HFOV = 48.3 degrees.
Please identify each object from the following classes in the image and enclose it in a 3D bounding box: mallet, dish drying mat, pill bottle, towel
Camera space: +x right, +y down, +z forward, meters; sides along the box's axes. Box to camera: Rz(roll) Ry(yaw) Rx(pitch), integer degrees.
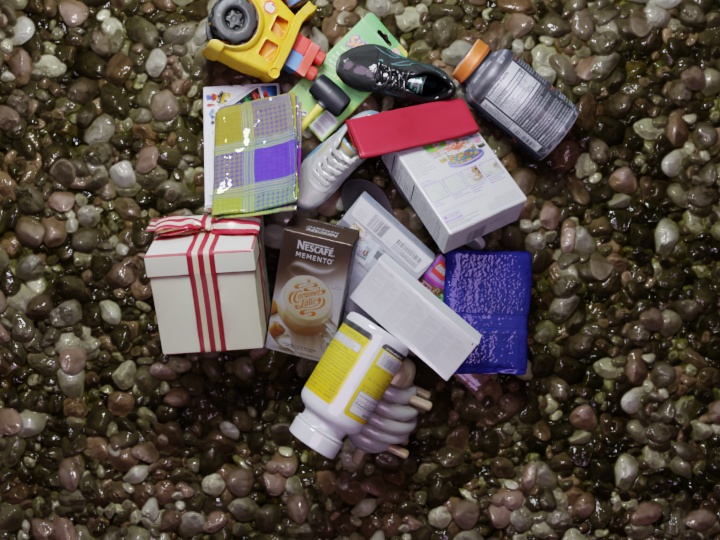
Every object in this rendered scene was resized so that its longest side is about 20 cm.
[{"bbox_3d":[-0.104,-0.228,1.259,0.200,0.041,0.066,-42,89,-13],"label":"mallet"},{"bbox_3d":[0.080,-0.221,1.242,0.197,0.018,0.078,-15,63,-14],"label":"dish drying mat"},{"bbox_3d":[0.241,-0.277,1.277,0.199,0.106,0.107,39,93,-4],"label":"pill bottle"},{"bbox_3d":[-0.159,-0.175,1.217,0.141,0.023,0.203,-6,65,10],"label":"towel"},{"bbox_3d":[0.200,0.067,1.295,0.145,0.050,0.204,2,96,-5],"label":"towel"},{"bbox_3d":[-0.021,0.174,1.207,0.110,0.111,0.202,33,84,-4],"label":"pill bottle"}]

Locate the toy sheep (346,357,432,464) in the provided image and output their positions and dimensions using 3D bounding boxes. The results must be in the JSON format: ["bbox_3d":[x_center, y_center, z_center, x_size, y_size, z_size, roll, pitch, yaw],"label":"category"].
[{"bbox_3d":[0.035,0.230,1.302,0.136,0.138,0.203,24,100,-3],"label":"toy sheep"}]

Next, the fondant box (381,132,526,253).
[{"bbox_3d":[0.142,-0.144,1.247,0.142,0.059,0.202,-23,66,-18],"label":"fondant box"}]

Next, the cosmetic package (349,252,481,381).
[{"bbox_3d":[0.086,0.070,1.245,0.199,0.051,0.083,41,111,3],"label":"cosmetic package"}]

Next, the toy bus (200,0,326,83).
[{"bbox_3d":[-0.133,-0.392,1.256,0.190,0.136,0.203,25,91,-16],"label":"toy bus"}]

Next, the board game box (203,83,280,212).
[{"bbox_3d":[-0.186,-0.197,1.281,0.124,0.035,0.204,-3,77,-1],"label":"board game box"}]

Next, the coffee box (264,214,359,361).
[{"bbox_3d":[-0.076,0.029,1.257,0.112,0.080,0.203,12,111,5],"label":"coffee box"}]

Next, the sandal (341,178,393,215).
[{"bbox_3d":[0.032,-0.061,1.319,0.074,0.045,0.203,-25,95,2],"label":"sandal"}]

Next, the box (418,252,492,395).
[{"bbox_3d":[0.160,0.088,1.336,0.199,0.039,0.137,41,92,-4],"label":"box"}]

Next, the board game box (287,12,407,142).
[{"bbox_3d":[-0.023,-0.315,1.308,0.200,0.030,0.096,-44,95,5],"label":"board game box"}]

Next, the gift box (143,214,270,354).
[{"bbox_3d":[-0.236,0.000,1.249,0.181,0.201,0.190,-5,115,-5],"label":"gift box"}]

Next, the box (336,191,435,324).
[{"bbox_3d":[0.000,0.000,1.297,0.155,0.041,0.201,40,110,-3],"label":"box"}]

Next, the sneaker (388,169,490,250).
[{"bbox_3d":[0.144,-0.130,1.311,0.199,0.071,0.100,37,77,5],"label":"sneaker"}]

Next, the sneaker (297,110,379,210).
[{"bbox_3d":[-0.039,-0.181,1.291,0.076,0.081,0.200,42,94,-6],"label":"sneaker"}]

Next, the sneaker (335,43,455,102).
[{"bbox_3d":[0.059,-0.308,1.263,0.196,0.079,0.077,6,107,-15],"label":"sneaker"}]
